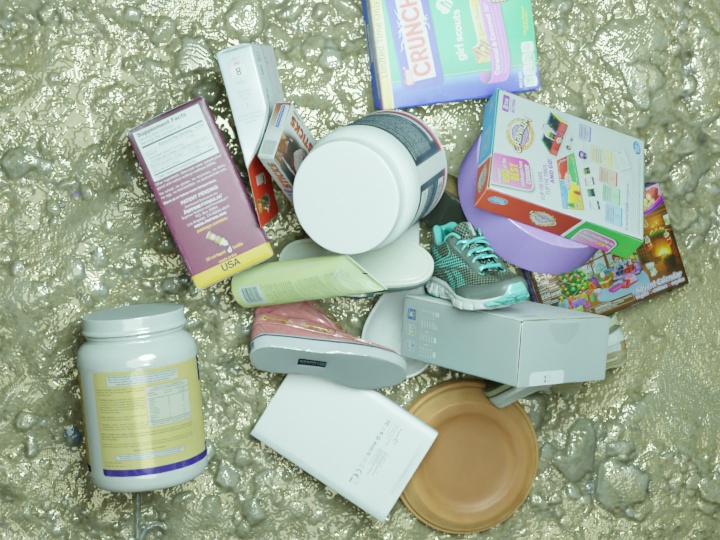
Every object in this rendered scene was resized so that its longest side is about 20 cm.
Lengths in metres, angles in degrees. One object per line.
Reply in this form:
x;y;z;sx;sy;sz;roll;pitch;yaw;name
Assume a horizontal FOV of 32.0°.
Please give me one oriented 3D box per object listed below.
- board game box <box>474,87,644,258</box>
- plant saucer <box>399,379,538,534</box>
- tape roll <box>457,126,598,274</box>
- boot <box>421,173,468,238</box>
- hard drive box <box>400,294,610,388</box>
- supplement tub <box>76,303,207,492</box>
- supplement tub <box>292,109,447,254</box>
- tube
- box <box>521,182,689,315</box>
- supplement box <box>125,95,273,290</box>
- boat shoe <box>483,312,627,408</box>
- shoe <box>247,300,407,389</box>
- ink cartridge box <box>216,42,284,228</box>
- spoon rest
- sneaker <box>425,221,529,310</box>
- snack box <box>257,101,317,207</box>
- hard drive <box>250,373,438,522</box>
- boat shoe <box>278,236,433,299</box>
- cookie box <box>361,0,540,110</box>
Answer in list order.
0.236;-0.115;1.465;0.198;0.040;0.155;18;55;-11;board game box
0.135;0.242;1.608;0.197;0.037;0.203;-1;95;-7;plant saucer
0.219;-0.099;1.515;0.197;0.066;0.202;10;58;-15;tape roll
0.077;-0.107;1.556;0.199;0.075;0.074;38;119;2;boot
0.169;0.078;1.488;0.154;0.199;0.078;0;97;-39;hard drive box
-0.261;0.149;1.494;0.143;0.145;0.203;-5;97;-6;supplement tub
0.013;-0.102;1.429;0.138;0.200;0.142;5;105;17;supplement tub
-0.065;0.011;1.454;0.058;0.198;0.053;-18;99;-48;tube
0.305;-0.014;1.601;0.198;0.039;0.138;-21;97;-5;box
-0.189;-0.093;1.485;0.102;0.131;0.202;-24;97;-3;supplement box
0.253;0.129;1.589;0.198;0.075;0.069;-28;100;-8;boat shoe
-0.038;0.082;1.535;0.197;0.092;0.072;9;139;-11;shoe
-0.111;-0.163;1.472;0.056;0.163;0.203;-17;97;7;ink cartridge box
0.051;0.037;1.564;0.098;0.061;0.203;1;95;-7;spoon rest
0.126;-0.009;1.446;0.077;0.200;0.093;-11;103;-23;sneaker
-0.065;-0.113;1.469;0.024;0.200;0.073;7;67;22;snack box
-0.020;0.204;1.570;0.199;0.026;0.133;33;91;3;hard drive
0.000;0.000;1.518;0.197;0.062;0.074;2;58;22;boat shoe
0.108;-0.292;1.529;0.197;0.075;0.174;-9;98;-5;cookie box
